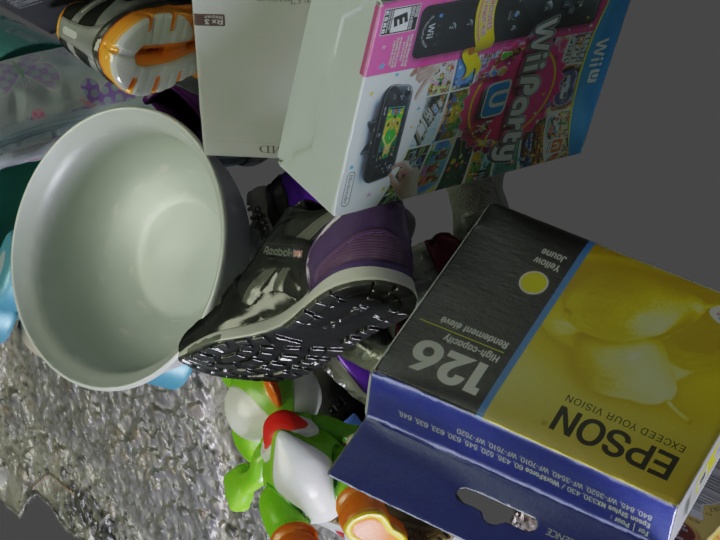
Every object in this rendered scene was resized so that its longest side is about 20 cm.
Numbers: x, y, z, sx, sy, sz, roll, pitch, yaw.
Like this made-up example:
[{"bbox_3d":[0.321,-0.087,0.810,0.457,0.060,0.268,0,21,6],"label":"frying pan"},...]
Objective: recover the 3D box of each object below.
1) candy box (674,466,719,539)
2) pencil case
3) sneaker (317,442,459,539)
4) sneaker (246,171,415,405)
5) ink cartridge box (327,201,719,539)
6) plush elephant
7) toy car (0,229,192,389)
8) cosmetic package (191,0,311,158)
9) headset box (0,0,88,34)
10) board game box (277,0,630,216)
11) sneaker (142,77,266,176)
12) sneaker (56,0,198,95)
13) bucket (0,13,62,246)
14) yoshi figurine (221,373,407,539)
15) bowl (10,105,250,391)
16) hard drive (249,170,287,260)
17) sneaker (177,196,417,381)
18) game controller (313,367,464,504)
[{"bbox_3d":[0.157,0.203,1.339,0.056,0.200,0.117,24,122,24],"label":"candy box"},{"bbox_3d":[-0.227,-0.125,1.746,0.091,0.200,0.083,53,146,38],"label":"pencil case"},{"bbox_3d":[0.026,0.179,1.560,0.200,0.071,0.112,26,160,52],"label":"sneaker"},{"bbox_3d":[0.000,0.000,1.570,0.099,0.070,0.200,-33,64,12],"label":"sneaker"},{"bbox_3d":[0.113,0.072,1.310,0.198,0.200,0.047,23,146,20],"label":"ink cartridge box"},{"bbox_3d":[0.053,0.041,1.450,0.155,0.165,0.200,-100,-12,-70],"label":"plush elephant"},{"bbox_3d":[-0.195,-0.032,1.795,0.177,0.184,0.200,145,136,-61],"label":"toy car"},{"bbox_3d":[-0.051,-0.164,1.488,0.200,0.113,0.081,88,-175,-50],"label":"cosmetic package"},{"bbox_3d":[-0.167,-0.242,1.584,0.200,0.174,0.093,11,-119,-84],"label":"headset box"},{"bbox_3d":[0.059,-0.126,1.353,0.064,0.200,0.148,44,134,35],"label":"board game box"},{"bbox_3d":[-0.131,-0.168,1.690,0.074,0.088,0.200,-36,74,53],"label":"sneaker"},{"bbox_3d":[-0.129,-0.169,1.596,0.077,0.200,0.078,24,107,30],"label":"sneaker"},{"bbox_3d":[-0.306,-0.113,1.859,0.135,0.207,0.207,22,120,41],"label":"bucket"},{"bbox_3d":[-0.039,0.129,1.517,0.112,0.112,0.200,-60,38,31],"label":"yoshi figurine"},{"bbox_3d":[-0.147,-0.012,1.627,0.201,0.090,0.201,-5,82,34],"label":"bowl"},{"bbox_3d":[-0.023,0.041,1.675,0.200,0.027,0.132,59,142,19],"label":"hard drive"},{"bbox_3d":[-0.037,0.007,1.421,0.200,0.076,0.088,-25,56,42],"label":"sneaker"},{"bbox_3d":[0.016,0.156,1.620,0.200,0.042,0.104,52,140,7],"label":"game controller"}]
